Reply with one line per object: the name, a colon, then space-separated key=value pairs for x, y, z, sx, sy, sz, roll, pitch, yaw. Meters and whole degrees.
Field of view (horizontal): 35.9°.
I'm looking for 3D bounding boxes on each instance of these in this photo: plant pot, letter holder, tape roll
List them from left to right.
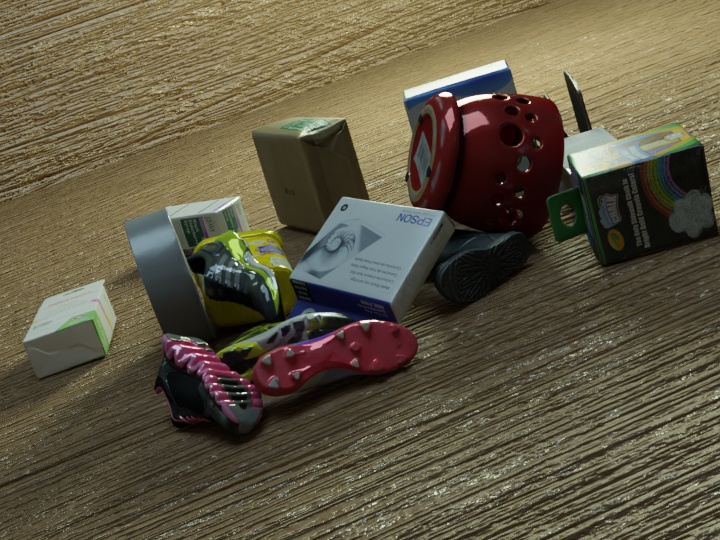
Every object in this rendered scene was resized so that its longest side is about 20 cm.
tape roll: x=-0.274 y=0.014 z=1.594 sx=0.066 sy=0.202 sz=0.200 roll=-20 pitch=18 yaw=-9
plant pot: x=0.171 y=-0.157 z=1.566 sx=0.181 sy=0.202 sz=0.200 roll=8 pitch=13 yaw=-14
letter holder: x=0.327 y=-0.248 z=1.864 sx=0.100 sy=0.143 sz=0.200 roll=-15 pitch=18 yaw=8

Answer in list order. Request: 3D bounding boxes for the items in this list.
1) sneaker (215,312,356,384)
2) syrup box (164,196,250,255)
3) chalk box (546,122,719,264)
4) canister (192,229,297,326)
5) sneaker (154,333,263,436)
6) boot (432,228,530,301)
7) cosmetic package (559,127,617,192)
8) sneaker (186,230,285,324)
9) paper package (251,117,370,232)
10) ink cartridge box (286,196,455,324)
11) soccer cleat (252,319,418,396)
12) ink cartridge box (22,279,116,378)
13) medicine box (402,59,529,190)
sneaker: x=-0.097 y=0.088 z=1.406 sx=0.198 sy=0.075 sz=0.085 roll=-15 pitch=19 yaw=9
syrup box: x=-0.309 y=-0.080 z=2.096 sx=0.199 sy=0.079 sz=0.081 roll=-4 pitch=22 yaw=37
chalk box: x=0.341 y=-0.095 z=1.435 sx=0.198 sy=0.126 sz=0.124 roll=-15 pitch=18 yaw=7
canister: x=-0.175 y=0.010 z=1.679 sx=0.147 sy=0.087 sz=0.200 roll=-10 pitch=18 yaw=-9
sneaker: x=-0.189 y=0.156 z=1.328 sx=0.079 sy=0.096 sz=0.200 roll=18 pitch=12 yaw=-41
boot: x=0.107 y=-0.014 z=1.519 sx=0.164 sy=0.066 sz=0.199 roll=-21 pitch=19 yaw=-35
cosmetic package: x=0.350 y=-0.152 z=1.676 sx=0.101 sy=0.072 sz=0.200 roll=-17 pitch=18 yaw=4
sneaker: x=-0.166 y=0.023 z=1.507 sx=0.081 sy=0.074 sz=0.200 roll=-26 pitch=41 yaw=-21
paper package: x=-0.089 y=-0.173 z=1.974 sx=0.103 sy=0.192 sz=0.200 roll=-26 pitch=21 yaw=-24
ink cartridge box: x=0.000 y=0.000 z=1.451 sx=0.199 sy=0.041 sz=0.201 roll=11 pitch=63 yaw=45
soccer cleat: x=-0.031 y=0.105 z=1.314 sx=0.198 sy=0.067 sz=0.076 roll=-14 pitch=-10 yaw=-12
ink cartridge box: x=-0.457 y=0.089 z=1.769 sx=0.116 sy=0.068 sz=0.200 roll=-19 pitch=19 yaw=0
medicine box: x=0.182 y=-0.223 z=1.838 sx=0.181 sy=0.201 sz=0.103 roll=-16 pitch=18 yaw=7
